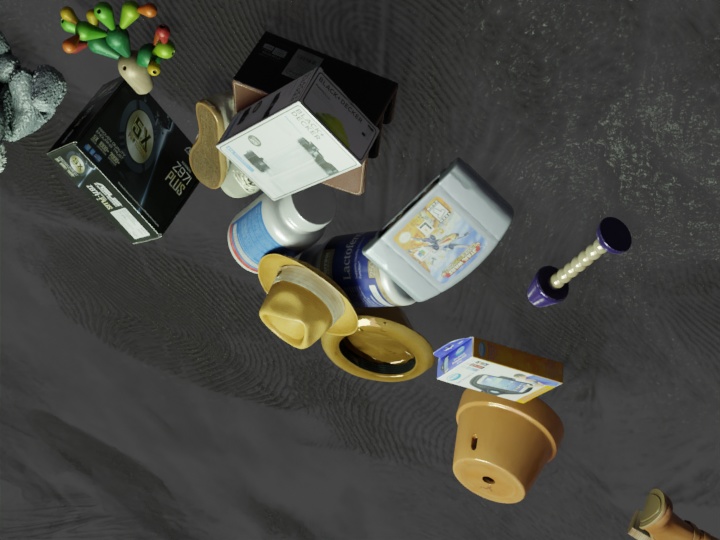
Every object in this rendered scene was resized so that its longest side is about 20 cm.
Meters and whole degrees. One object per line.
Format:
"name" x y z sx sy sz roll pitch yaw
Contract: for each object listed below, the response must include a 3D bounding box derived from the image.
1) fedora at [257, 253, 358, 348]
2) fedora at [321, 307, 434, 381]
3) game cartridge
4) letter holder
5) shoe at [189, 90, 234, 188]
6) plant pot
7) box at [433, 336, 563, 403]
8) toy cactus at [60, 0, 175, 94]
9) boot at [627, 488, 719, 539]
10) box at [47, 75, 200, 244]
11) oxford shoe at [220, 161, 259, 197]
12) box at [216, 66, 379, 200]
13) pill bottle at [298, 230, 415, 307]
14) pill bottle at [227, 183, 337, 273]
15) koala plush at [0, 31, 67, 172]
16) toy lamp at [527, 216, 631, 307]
"fedora" -0.097 0.062 1.492 0.198 0.082 0.202 27 153 15
"fedora" 0.033 0.110 1.635 0.196 0.083 0.202 7 144 5
"game cartridge" 0.114 -0.049 1.358 0.133 0.042 0.200 41 116 -12
"letter holder" -0.063 -0.207 1.305 0.197 0.102 0.143 23 148 10
"shoe" -0.219 -0.198 1.475 0.069 0.054 0.201 36 149 9
"plant pot" 0.251 0.317 1.721 0.196 0.141 0.202 19 145 14
"box" 0.217 0.162 1.575 0.196 0.042 0.119 15 151 -20
"toy cactus" -0.342 -0.314 1.394 0.195 0.104 0.166 7 152 16
"boot" 0.578 0.467 1.738 0.152 0.075 0.201 22 158 12
"box" -0.358 -0.173 1.511 0.085 0.165 0.201 -9 131 43
"oxford shoe" -0.169 -0.152 1.494 0.075 0.058 0.198 40 147 -21
"box" -0.083 -0.168 1.221 0.117 0.061 0.198 43 147 -25
"pill bottle" 0.000 0.000 1.513 0.197 0.117 0.116 -5 134 40
"pill bottle" -0.120 -0.075 1.507 0.112 0.113 0.199 39 147 -16
"koala plush" -0.603 -0.249 1.561 0.176 0.202 0.184 33 147 -8
"toy lamp" 0.296 -0.006 1.341 0.058 0.059 0.200 32 144 -6
